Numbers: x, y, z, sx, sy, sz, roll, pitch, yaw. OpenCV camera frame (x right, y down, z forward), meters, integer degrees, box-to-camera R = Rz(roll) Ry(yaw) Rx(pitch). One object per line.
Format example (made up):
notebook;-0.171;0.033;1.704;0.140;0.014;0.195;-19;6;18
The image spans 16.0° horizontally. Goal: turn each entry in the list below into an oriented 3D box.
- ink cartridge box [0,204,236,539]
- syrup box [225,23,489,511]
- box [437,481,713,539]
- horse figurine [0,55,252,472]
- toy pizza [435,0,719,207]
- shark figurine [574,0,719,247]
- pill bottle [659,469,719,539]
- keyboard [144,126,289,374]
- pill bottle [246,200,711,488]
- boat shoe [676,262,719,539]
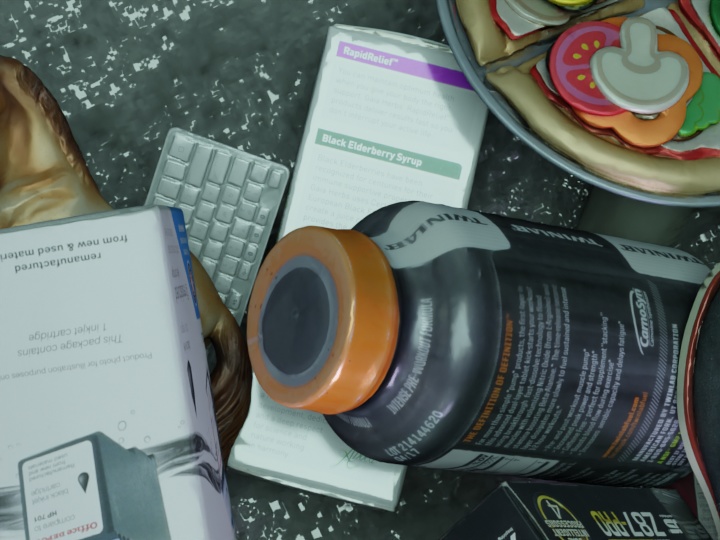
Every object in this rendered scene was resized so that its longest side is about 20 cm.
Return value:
ink cartridge box;-0.096;0.080;0.981;0.085;0.146;0.202;-10;91;0
syrup box;0.000;0.000;1.130;0.081;0.079;0.201;14;84;-2
box;0.038;0.165;1.043;0.200;0.161;0.049;-44;66;19
horse figurine;-0.119;0.013;1.078;0.199;0.050;0.133;36;89;-1
toy pizza;0.130;-0.120;1.091;0.199;0.032;0.202;6;62;-11
shark figurine;0.112;-0.089;1.121;0.127;0.089;0.216;-9;91;33
pill bottle;0.180;0.110;1.118;0.109;0.110;0.202;-6;85;-5
keyboard;-0.087;0.039;1.123;0.056;0.011;0.201;18;103;-4
pill bottle;0.052;0.030;1.038;0.199;0.106;0.107;9;83;-38
boat shoe;0.173;0.093;1.023;0.071;0.062;0.202;-1;86;-30
